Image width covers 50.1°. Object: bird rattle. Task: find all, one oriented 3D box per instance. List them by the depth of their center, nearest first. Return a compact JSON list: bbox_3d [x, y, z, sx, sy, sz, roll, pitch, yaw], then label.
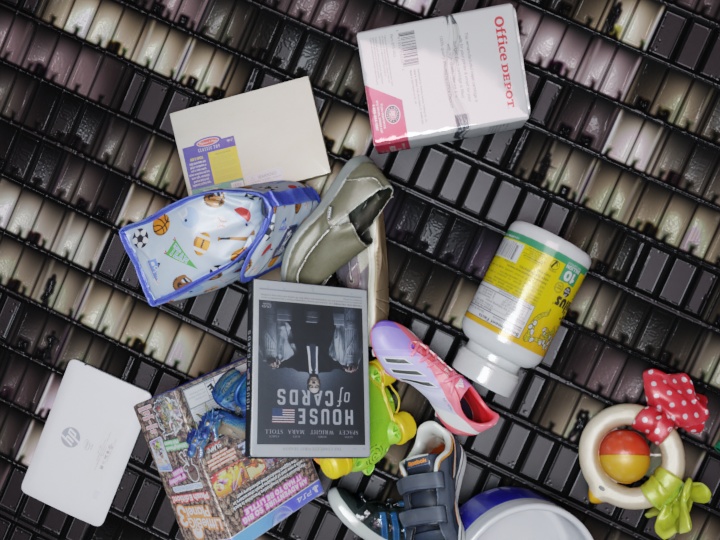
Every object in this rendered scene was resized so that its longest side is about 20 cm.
[{"bbox_3d":[0.356,0.226,0.965,0.161,0.112,0.203,-6,87,21],"label":"bird rattle"}]

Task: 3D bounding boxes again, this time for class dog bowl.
[{"bbox_3d":[0.194,0.378,0.958,0.198,0.079,0.203,-1,92,-14],"label":"dog bowl"}]

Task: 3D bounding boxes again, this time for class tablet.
[{"bbox_3d":[-0.380,0.238,1.066,0.129,0.014,0.202,22,92,5],"label":"tablet"}]

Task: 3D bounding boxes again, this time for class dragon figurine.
[{"bbox_3d":[-0.133,0.144,0.911,0.059,0.201,0.099,-24,122,40],"label":"dragon figurine"}]

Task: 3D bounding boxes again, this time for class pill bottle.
[{"bbox_3d":[0.196,0.050,0.966,0.112,0.113,0.202,27,92,4],"label":"pill bottle"}]

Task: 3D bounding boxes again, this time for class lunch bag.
[{"bbox_3d":[-0.158,-0.044,0.948,0.199,0.170,0.125,-25,91,18],"label":"lunch bag"}]

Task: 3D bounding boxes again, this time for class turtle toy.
[{"bbox_3d":[-0.025,0.165,0.985,0.145,0.101,0.202,-17,87,-37],"label":"turtle toy"}]

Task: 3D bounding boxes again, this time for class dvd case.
[{"bbox_3d":[-0.060,0.116,0.900,0.149,0.025,0.202,6,72,-25],"label":"dvd case"}]

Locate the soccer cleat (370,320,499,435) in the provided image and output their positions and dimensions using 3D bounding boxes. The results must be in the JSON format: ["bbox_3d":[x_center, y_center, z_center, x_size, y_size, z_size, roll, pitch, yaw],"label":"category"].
[{"bbox_3d":[0.093,0.132,0.968,0.200,0.076,0.067,49,52,-17],"label":"soccer cleat"}]

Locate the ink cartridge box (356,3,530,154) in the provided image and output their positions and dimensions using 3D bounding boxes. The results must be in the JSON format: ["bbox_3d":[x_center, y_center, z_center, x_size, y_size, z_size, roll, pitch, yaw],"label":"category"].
[{"bbox_3d":[0.105,-0.242,0.986,0.198,0.084,0.147,-9,90,6],"label":"ink cartridge box"}]

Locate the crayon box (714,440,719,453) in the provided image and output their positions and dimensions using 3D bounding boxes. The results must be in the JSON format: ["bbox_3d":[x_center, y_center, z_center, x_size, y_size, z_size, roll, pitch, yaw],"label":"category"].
[{"bbox_3d":[0.563,0.195,0.963,0.119,0.058,0.200,41,94,3],"label":"crayon box"}]

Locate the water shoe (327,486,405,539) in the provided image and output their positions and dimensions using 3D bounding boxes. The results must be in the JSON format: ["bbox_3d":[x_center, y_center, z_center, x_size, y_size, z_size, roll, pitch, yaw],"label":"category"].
[{"bbox_3d":[0.050,0.325,1.006,0.199,0.072,0.079,35,90,-7],"label":"water shoe"}]

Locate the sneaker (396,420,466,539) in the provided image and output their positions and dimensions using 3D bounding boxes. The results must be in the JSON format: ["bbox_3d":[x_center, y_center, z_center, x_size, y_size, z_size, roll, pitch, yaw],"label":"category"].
[{"bbox_3d":[0.082,0.277,0.937,0.078,0.201,0.080,-19,125,25],"label":"sneaker"}]

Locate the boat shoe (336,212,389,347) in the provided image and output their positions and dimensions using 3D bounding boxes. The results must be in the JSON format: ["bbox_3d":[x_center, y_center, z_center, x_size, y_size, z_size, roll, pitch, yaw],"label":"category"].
[{"bbox_3d":[0.000,0.000,1.006,0.064,0.072,0.203,-3,84,15],"label":"boat shoe"}]

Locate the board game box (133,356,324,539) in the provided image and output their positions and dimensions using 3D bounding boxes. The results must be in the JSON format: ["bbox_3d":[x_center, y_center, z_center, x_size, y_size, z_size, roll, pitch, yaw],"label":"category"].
[{"bbox_3d":[-0.162,0.225,0.963,0.096,0.159,0.202,-23,87,40],"label":"board game box"}]

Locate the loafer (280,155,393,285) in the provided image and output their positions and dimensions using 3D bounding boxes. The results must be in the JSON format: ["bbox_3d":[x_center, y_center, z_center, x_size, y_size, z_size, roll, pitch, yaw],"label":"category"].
[{"bbox_3d":[-0.027,-0.044,0.944,0.069,0.075,0.201,34,97,33],"label":"loafer"}]

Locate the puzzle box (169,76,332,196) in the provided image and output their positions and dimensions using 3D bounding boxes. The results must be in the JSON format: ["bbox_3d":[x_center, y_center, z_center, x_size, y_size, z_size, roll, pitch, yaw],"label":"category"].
[{"bbox_3d":[-0.148,-0.171,1.037,0.198,0.025,0.135,-13,90,5],"label":"puzzle box"}]
